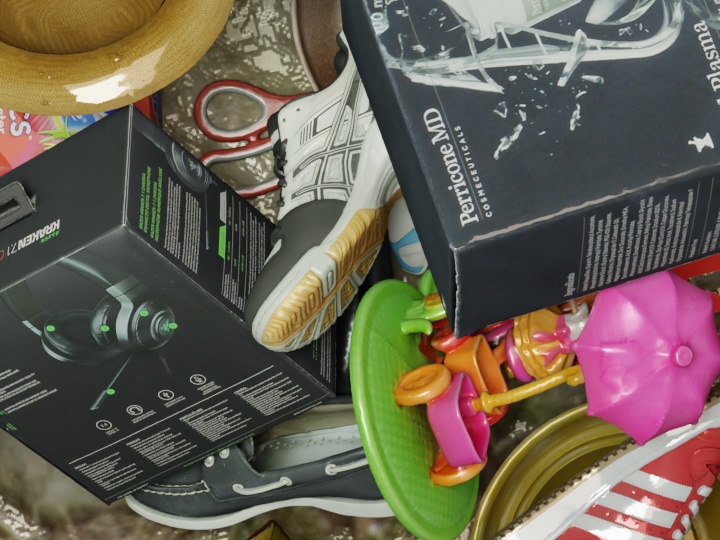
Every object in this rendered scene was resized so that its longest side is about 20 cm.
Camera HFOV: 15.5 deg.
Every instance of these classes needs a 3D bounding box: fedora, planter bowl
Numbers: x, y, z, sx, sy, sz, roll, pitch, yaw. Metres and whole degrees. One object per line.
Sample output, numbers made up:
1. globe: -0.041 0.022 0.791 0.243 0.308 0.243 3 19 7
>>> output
1. fedora: -0.158 -0.156 1.456 0.199 0.082 0.202 -3 65 6
2. planter bowl: 0.161 0.173 1.557 0.199 0.083 0.202 0 88 -1

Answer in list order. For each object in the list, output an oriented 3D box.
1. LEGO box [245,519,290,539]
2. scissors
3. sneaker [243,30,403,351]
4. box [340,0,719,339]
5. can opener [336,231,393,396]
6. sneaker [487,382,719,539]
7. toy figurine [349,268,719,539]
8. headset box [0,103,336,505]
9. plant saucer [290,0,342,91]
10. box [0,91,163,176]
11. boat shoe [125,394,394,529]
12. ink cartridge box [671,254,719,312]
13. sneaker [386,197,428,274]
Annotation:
1. LEGO box: -0.085 0.224 1.498 0.149 0.200 0.077 -39 90 -2
2. scissors: -0.007 -0.096 1.600 0.199 0.014 0.074 -14 86 -2
3. sneaker: -0.022 -0.046 1.453 0.087 0.076 0.200 27 63 10
4. box: 0.108 -0.099 1.371 0.196 0.124 0.201 -18 67 -4
5. can opener: 0.000 0.000 1.553 0.078 0.063 0.201 0 104 29
6. sneaker: 0.168 0.151 1.481 0.200 0.071 0.113 -36 85 6
7. toy figurine: 0.115 0.046 1.459 0.183 0.200 0.151 -15 112 24
8. headset box: -0.140 0.020 1.474 0.174 0.093 0.200 -27 133 27
9. plant saucer: 0.060 -0.152 1.522 0.199 0.037 0.202 0 85 3
10. box: -0.169 -0.109 1.556 0.099 0.095 0.201 -3 88 -1
11. boat shoe: -0.053 0.105 1.539 0.199 0.060 0.076 -8 45 17
12. ink cartridge box: 0.215 -0.045 1.518 0.160 0.050 0.201 -14 125 -6
13. sneaker: 0.107 -0.053 1.568 0.199 0.077 0.081 -12 100 11
